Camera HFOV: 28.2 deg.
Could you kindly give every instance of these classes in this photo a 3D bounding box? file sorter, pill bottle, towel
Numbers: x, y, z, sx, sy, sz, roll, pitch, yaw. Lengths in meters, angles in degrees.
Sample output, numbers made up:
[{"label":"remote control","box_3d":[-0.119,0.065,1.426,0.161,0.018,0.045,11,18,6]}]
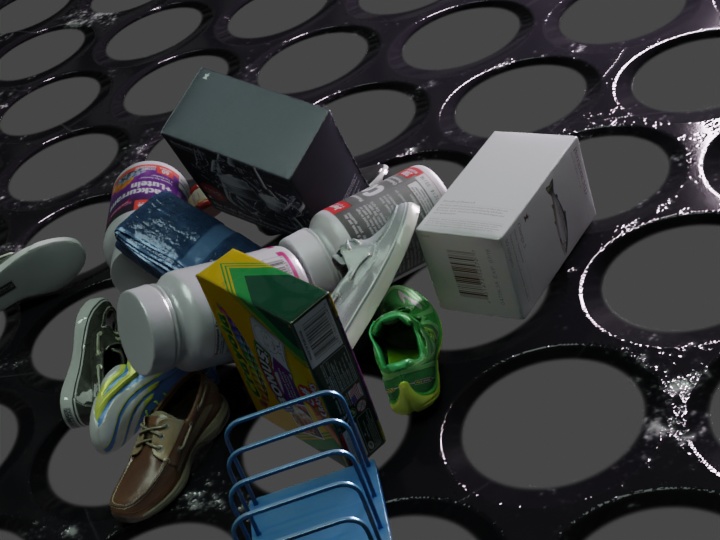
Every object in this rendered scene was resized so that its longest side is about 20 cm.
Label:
[{"label":"file sorter","box_3d":[-0.051,0.229,1.358,0.137,0.124,0.201,-18,32,3]},{"label":"pill bottle","box_3d":[-0.163,0.047,1.599,0.198,0.115,0.113,-14,26,-31]},{"label":"towel","box_3d":[-0.200,-0.022,1.764,0.199,0.049,0.112,31,54,20]},{"label":"pill bottle","box_3d":[-0.283,-0.050,1.902,0.110,0.112,0.201,-16,33,6]},{"label":"pill bottle","box_3d":[0.009,-0.035,1.696,0.198,0.115,0.114,-26,32,-20]}]

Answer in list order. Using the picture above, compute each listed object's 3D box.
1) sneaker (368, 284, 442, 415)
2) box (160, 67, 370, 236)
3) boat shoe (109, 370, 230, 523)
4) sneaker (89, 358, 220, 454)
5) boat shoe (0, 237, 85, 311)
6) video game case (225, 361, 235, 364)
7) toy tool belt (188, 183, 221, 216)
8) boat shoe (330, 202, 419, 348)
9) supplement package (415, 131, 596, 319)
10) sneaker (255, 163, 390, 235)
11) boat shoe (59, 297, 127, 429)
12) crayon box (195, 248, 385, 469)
[{"label":"sneaker","box_3d":[0.050,0.070,1.567,0.073,0.084,0.201,-17,32,6]},{"label":"box","box_3d":[-0.114,-0.133,1.763,0.198,0.183,0.105,21,69,28]},{"label":"boat shoe","box_3d":[-0.216,0.186,1.557,0.075,0.072,0.201,0,38,29]},{"label":"sneaker","box_3d":[-0.226,0.128,1.639,0.104,0.076,0.201,10,56,28]},{"label":"boat shoe","box_3d":[-0.470,0.004,1.955,0.198,0.071,0.064,-26,31,-4]},{"label":"video game case","box_3d":[-0.114,0.040,1.759,0.180,0.022,0.201,-8,35,19]},{"label":"toy tool belt","box_3d":[-0.158,-0.155,1.958,0.198,0.125,0.124,-22,71,-16]},{"label":"boat shoe","box_3d":[0.000,0.001,1.594,0.203,0.071,0.070,-62,3,-17]},{"label":"supplement package","box_3d":[0.171,-0.056,1.651,0.116,0.118,0.200,6,42,36]},{"label":"sneaker","box_3d":[-0.059,-0.112,1.878,0.197,0.084,0.072,-21,14,0]},{"label":"boat shoe","box_3d":[-0.309,0.108,1.733,0.063,0.071,0.202,-13,42,13]},{"label":"crayon box","box_3d":[-0.072,0.092,1.494,0.058,0.202,0.172,-38,36,-25]}]
